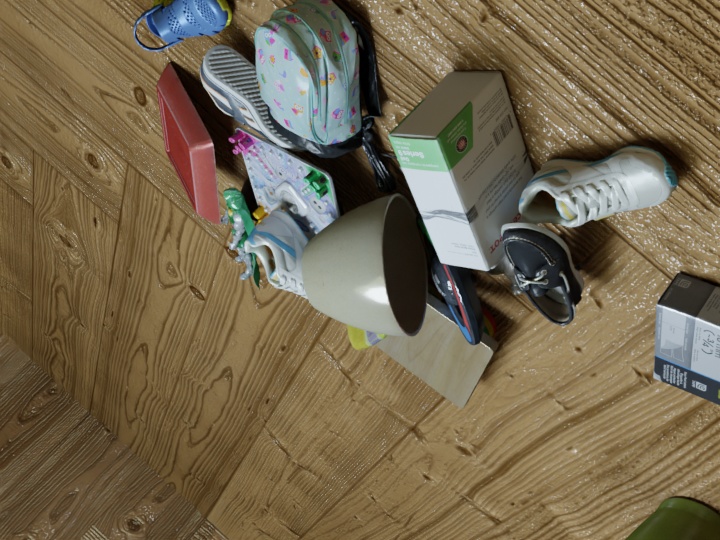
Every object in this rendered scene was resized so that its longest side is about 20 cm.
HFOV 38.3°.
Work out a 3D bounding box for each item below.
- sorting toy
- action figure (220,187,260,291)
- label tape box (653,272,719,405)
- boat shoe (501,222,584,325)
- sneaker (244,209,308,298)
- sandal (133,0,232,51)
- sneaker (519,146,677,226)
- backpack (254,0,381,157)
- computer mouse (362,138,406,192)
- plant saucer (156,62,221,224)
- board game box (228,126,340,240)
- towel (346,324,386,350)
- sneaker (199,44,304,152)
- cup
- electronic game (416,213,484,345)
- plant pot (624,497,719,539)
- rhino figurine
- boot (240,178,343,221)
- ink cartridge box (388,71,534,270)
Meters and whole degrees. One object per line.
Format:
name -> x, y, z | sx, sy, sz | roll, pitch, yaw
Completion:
sorting toy -> 0.122, 0.095, 1.639 | 0.198, 0.070, 0.200 | 36, 148, 13
action figure -> -0.199, -0.068, 1.716 | 0.201, 0.054, 0.119 | 86, 166, -51
label tape box -> 0.461, 0.103, 1.258 | 0.199, 0.063, 0.145 | 23, 144, 32
boat shoe -> 0.225, 0.006, 1.292 | 0.073, 0.061, 0.200 | 4, 156, 30
sneaker -> -0.093, 0.006, 1.585 | 0.200, 0.081, 0.076 | 48, 153, -2
sandal -> -0.264, -0.363, 1.514 | 0.199, 0.087, 0.080 | -4, 124, 49
sneaker -> 0.276, -0.089, 1.209 | 0.199, 0.081, 0.077 | -5, 124, 51
backpack -> -0.063, -0.258, 1.368 | 0.166, 0.127, 0.201 | 32, 145, 24
computer mouse -> 0.079, -0.140, 1.427 | 0.199, 0.044, 0.110 | 15, 138, 39
plant saucer -> -0.285, -0.201, 1.699 | 0.201, 0.036, 0.200 | 94, 151, -53
board game box -> -0.108, -0.103, 1.577 | 0.199, 0.026, 0.201 | 30, 150, 32
towel -> 0.003, 0.050, 1.666 | 0.200, 0.023, 0.145 | 147, 112, -72
sneaker -> -0.152, -0.249, 1.532 | 0.200, 0.079, 0.079 | 42, 161, -9
cup -> 0.000, 0.000, 1.480 | 0.142, 0.201, 0.201 | -7, 128, 20
electronic game -> 0.124, 0.011, 1.456 | 0.200, 0.041, 0.201 | 157, 90, -88
plant pot -> 0.467, 0.453, 1.554 | 0.200, 0.193, 0.201 | 29, 147, 21
rhino figurine -> 0.212, -0.014, 1.410 | 0.199, 0.060, 0.088 | 8, 137, 43
boot -> -0.125, -0.107, 1.697 | 0.200, 0.064, 0.187 | 39, 147, 16
ink cartridge box -> 0.135, -0.122, 1.282 | 0.084, 0.146, 0.201 | 10, 136, 42
